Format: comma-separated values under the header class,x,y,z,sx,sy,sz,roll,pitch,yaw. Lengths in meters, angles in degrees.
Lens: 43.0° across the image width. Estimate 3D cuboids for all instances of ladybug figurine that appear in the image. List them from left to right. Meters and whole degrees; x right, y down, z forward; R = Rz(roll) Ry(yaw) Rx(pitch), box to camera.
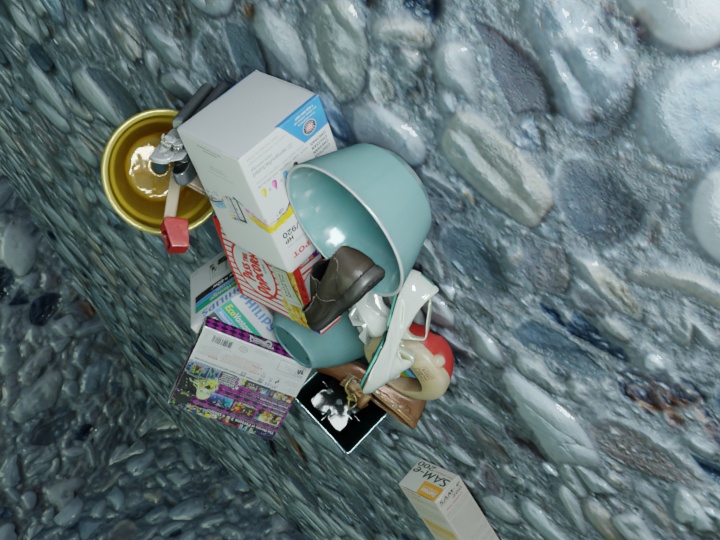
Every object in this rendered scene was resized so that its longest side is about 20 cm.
class,x,y,z,sx,sy,sz,roll,pitch,yaw
ladybug figurine,0.080,0.132,1.394,0.136,0.072,0.199,54,157,-16

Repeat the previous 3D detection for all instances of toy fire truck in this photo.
class,x,y,z,sx,sy,sz,roll,pitch,yaw
toy fire truck,-0.227,-0.131,1.336,0.049,0.139,0.203,148,116,-69

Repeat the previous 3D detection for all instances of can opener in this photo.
class,x,y,z,sx,sy,sz,roll,pitch,yaw
can opener,-0.235,-0.197,1.282,0.052,0.201,0.067,2,133,16

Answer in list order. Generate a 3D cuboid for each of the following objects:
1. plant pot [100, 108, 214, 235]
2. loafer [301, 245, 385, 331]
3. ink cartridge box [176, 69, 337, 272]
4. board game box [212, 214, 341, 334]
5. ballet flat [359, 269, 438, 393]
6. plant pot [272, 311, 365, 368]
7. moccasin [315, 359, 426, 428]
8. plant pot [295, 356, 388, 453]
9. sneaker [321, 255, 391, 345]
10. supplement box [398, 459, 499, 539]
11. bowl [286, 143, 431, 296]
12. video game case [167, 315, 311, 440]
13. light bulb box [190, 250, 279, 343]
class,x,y,z,sx,sy,sz,roll,pitch,yaw
plant pot,-0.334,-0.170,1.533,0.202,0.200,0.189,55,172,-17
loafer,-0.031,0.015,1.153,0.072,0.073,0.200,52,150,2
ink cartridge box,-0.120,-0.133,1.235,0.144,0.147,0.201,27,150,39
board game box,-0.127,-0.005,1.376,0.199,0.046,0.153,23,140,42
ballet flat,0.057,0.097,1.284,0.069,0.069,0.202,33,113,32
plant pot,-0.065,0.081,1.494,0.199,0.135,0.201,38,155,21
moccasin,0.012,0.207,1.561,0.200,0.078,0.074,28,164,-2
plant pot,-0.030,0.239,1.688,0.141,0.141,0.200,46,168,4
sneaker,0.000,0.000,1.345,0.202,0.088,0.074,62,-168,5
supplement box,0.176,0.473,1.765,0.125,0.073,0.201,9,136,57
bowl,0.012,-0.078,1.137,0.200,0.105,0.202,39,157,20
video game case,-0.204,0.186,1.551,0.198,0.036,0.182,21,119,-14
light bulb box,-0.199,0.086,1.636,0.199,0.124,0.201,52,-172,-26
